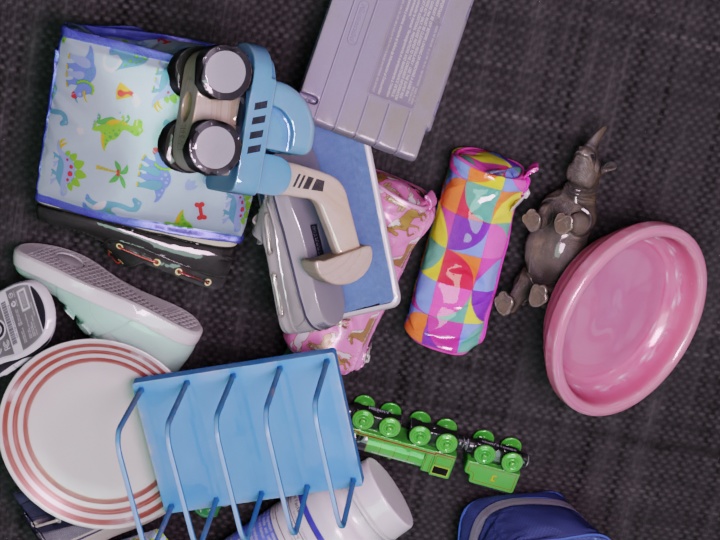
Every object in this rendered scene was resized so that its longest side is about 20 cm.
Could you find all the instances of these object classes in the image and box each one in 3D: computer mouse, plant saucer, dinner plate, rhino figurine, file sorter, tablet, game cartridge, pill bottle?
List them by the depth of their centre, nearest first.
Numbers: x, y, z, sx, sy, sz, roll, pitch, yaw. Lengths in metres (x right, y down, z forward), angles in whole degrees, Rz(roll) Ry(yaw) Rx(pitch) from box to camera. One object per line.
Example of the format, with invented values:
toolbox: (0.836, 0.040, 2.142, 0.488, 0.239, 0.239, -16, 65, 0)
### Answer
file sorter: (-0.111, 0.173, 1.601, 0.198, 0.123, 0.140, -9, 109, 9)
game cartridge: (0.027, -0.215, 1.611, 0.129, 0.038, 0.202, 20, 84, -12)
tablet: (-0.036, -0.053, 1.646, 0.129, 0.014, 0.202, -13, 86, 27)
rhino figurine: (0.196, -0.048, 1.673, 0.059, 0.087, 0.202, 27, 107, 24)
plant saucer: (0.248, 0.041, 1.676, 0.199, 0.051, 0.202, -20, 126, -30)
computer mouse: (-0.362, 0.075, 1.680, 0.199, 0.044, 0.111, -26, 73, 24)
dinner plate: (-0.252, 0.157, 1.683, 0.198, 0.024, 0.202, 1, 108, 3)
pill bottle: (-0.049, 0.277, 1.749, 0.199, 0.112, 0.112, -35, 105, 9)

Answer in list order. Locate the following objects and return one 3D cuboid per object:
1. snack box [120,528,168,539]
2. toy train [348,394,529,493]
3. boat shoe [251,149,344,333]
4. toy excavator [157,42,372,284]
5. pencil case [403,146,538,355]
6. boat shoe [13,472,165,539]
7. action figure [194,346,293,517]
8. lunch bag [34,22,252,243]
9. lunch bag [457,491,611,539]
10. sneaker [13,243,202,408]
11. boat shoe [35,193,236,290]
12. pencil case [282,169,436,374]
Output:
snack box: (-0.237, 0.346, 1.747, 0.199, 0.053, 0.143, -22, 108, 39)
toy train: (0.073, 0.179, 1.760, 0.198, 0.042, 0.057, 16, 117, -6)
boat shoe: (-0.068, -0.040, 1.620, 0.065, 0.072, 0.202, -15, 89, 29)
toy excavator: (-0.073, -0.094, 1.527, 0.198, 0.100, 0.197, 8, 91, -23)
pencil case: (0.104, -0.020, 1.677, 0.087, 0.089, 0.202, 15, 108, -6)
boat shoe: (-0.254, 0.211, 1.741, 0.199, 0.075, 0.093, -30, 113, 8)
action figure: (-0.105, 0.174, 1.732, 0.054, 0.119, 0.200, 31, 113, -22)
lunch bag: (-0.194, -0.131, 1.613, 0.198, 0.128, 0.172, 7, 106, -15)
lunch bag: (0.171, 0.331, 1.762, 0.134, 0.132, 0.202, 0, 107, -18)
sneaker: (-0.268, 0.061, 1.698, 0.199, 0.074, 0.119, 29, 107, -8)
boat shoe: (-0.219, -0.031, 1.670, 0.199, 0.074, 0.064, 15, 106, -6)
pencil case: (0.000, 0.000, 1.681, 0.086, 0.083, 0.201, 17, 106, -28)
